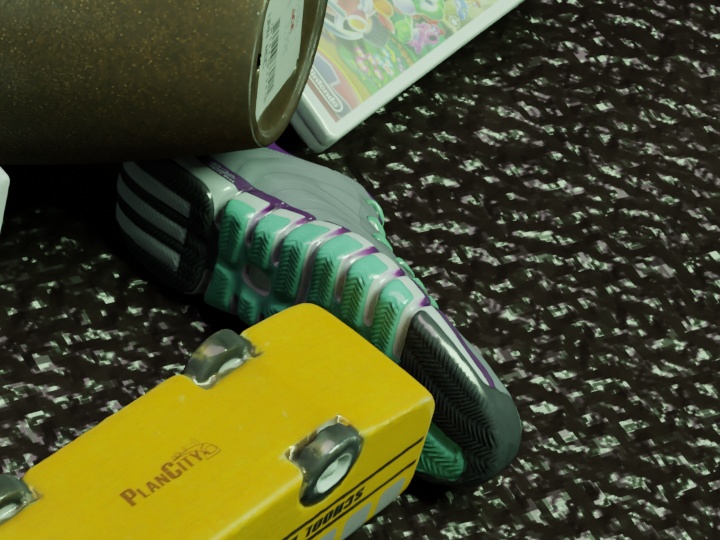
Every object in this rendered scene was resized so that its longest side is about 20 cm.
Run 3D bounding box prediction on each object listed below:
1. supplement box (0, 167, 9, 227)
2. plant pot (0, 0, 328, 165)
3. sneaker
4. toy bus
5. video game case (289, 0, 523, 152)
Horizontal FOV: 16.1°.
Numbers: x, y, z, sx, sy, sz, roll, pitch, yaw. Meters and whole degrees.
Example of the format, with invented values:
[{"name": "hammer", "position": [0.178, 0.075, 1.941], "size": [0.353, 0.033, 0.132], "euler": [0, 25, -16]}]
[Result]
[{"name": "supplement box", "position": [-0.221, 0.022, 0.861], "size": [0.199, 0.109, 0.061], "euler": [-26, 58, -38]}, {"name": "plant pot", "position": [-0.118, -0.114, 0.955], "size": [0.198, 0.188, 0.187], "euler": [15, 41, 12]}, {"name": "sneaker", "position": [0.000, 0.000, 0.981], "size": [0.200, 0.075, 0.087], "euler": [39, 42, 23]}, {"name": "toy bus", "position": [-0.061, 0.084, 0.867], "size": [0.065, 0.079, 0.200], "euler": [38, 46, 21]}, {"name": "video game case", "position": [0.000, -0.153, 1.088], "size": [0.144, 0.018, 0.200], "euler": [53, 47, -2]}]
